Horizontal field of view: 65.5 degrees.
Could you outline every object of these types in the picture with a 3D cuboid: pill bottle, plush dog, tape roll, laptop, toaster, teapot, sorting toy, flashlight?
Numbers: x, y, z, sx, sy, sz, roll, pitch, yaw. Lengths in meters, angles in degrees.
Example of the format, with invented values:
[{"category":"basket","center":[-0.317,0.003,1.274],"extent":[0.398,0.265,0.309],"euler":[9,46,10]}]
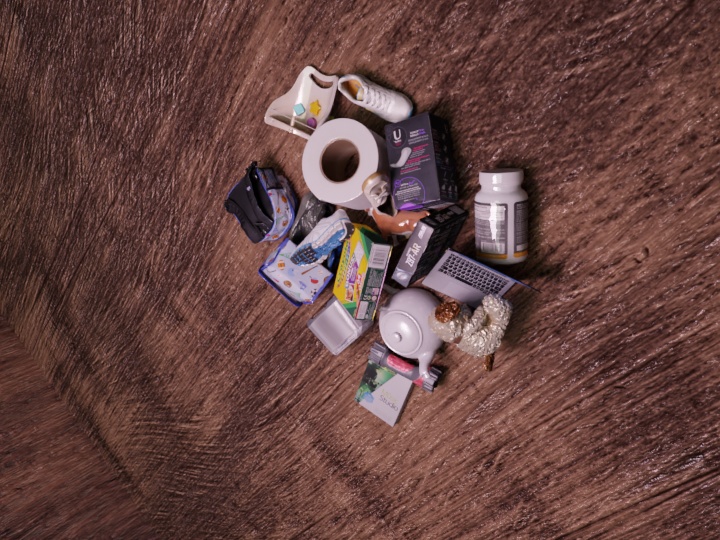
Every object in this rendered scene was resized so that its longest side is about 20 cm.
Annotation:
[{"category":"pill bottle","center":[0.313,-0.121,1.245],"extent":[0.116,0.116,0.200],"euler":[6,108,32]},{"category":"plush dog","center":[0.239,0.135,1.299],"extent":[0.172,0.161,0.200],"euler":[18,160,6]},{"category":"tape roll","center":[-0.024,-0.256,1.375],"extent":[0.202,0.139,0.203],"euler":[0,90,24]},{"category":"laptop","center":[0.265,0.037,1.270],"extent":[0.187,0.116,0.200],"euler":[25,130,-12]},{"category":"toaster","center":[-0.057,0.149,1.582],"extent":[0.129,0.114,0.200],"euler":[51,124,7]},{"category":"teapot","center":[0.119,0.143,1.442],"extent":[0.200,0.146,0.198],"euler":[17,114,29]},{"category":"sorting toy","center":[-0.126,-0.429,1.451],"extent":[0.200,0.107,0.180],"euler":[33,109,34]},{"category":"flashlight","center":[0.119,0.253,1.503],"extent":[0.200,0.068,0.068],"euler":[27,161,20]}]

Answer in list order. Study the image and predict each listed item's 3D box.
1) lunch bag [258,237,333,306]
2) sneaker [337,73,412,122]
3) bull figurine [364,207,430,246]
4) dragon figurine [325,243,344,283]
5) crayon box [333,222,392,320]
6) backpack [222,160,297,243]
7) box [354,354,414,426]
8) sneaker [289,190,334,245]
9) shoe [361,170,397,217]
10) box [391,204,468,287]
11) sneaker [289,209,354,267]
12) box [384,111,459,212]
[{"category":"lunch bag","center":[-0.191,0.012,1.576],"extent":[0.170,0.124,0.200],"euler":[41,166,-11]},{"category":"sneaker","center":[0.034,-0.413,1.354],"extent":[0.200,0.081,0.077],"euler":[32,119,20]},{"category":"bull figurine","center":[0.095,-0.112,1.424],"extent":[0.200,0.065,0.122],"euler":[10,117,36]},{"category":"dragon figurine","center":[-0.083,-0.043,1.542],"extent":[0.059,0.099,0.200],"euler":[40,123,16]},{"category":"crayon box","center":[0.000,0.000,1.411],"extent":[0.173,0.058,0.200],"euler":[-136,57,-60]},{"category":"backpack","center":[-0.273,-0.176,1.586],"extent":[0.200,0.154,0.191],"euler":[-41,64,43]},{"category":"box","center":[0.073,0.331,1.603],"extent":[0.144,0.036,0.200],"euler":[30,118,22]},{"category":"sneaker","center":[-0.130,-0.111,1.564],"extent":[0.114,0.076,0.200],"euler":[37,117,27]},{"category":"shoe","center":[0.052,-0.174,1.304],"extent":[0.070,0.200,0.053],"euler":[-41,73,0]},{"category":"box","center":[0.166,-0.061,1.309],"extent":[0.044,0.200,0.160],"euler":[35,122,20]},{"category":"sneaker","center":[-0.102,-0.085,1.450],"extent":[0.200,0.075,0.087],"euler":[-34,44,19]},{"category":"box","center":[0.143,-0.245,1.298],"extent":[0.122,0.106,0.200],"euler":[-9,87,35]}]
